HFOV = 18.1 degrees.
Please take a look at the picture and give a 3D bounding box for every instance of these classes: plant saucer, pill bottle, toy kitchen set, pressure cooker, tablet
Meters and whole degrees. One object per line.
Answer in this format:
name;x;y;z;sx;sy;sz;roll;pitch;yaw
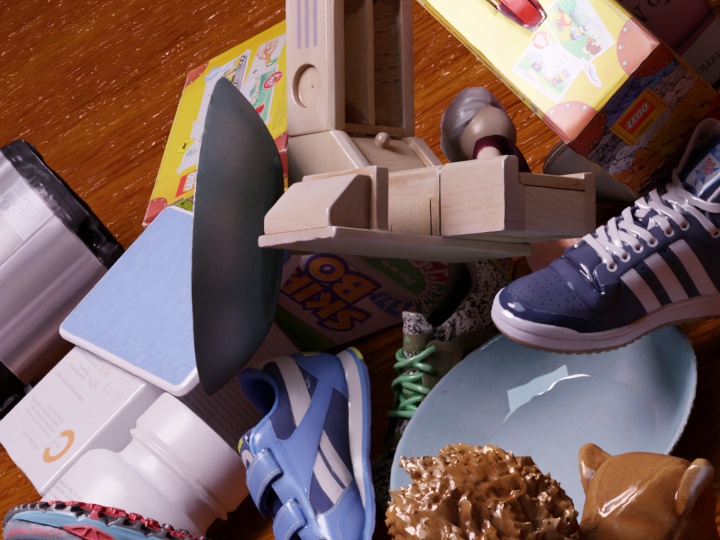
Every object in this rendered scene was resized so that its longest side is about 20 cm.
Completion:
plant saucer;0.114;0.103;1.335;0.200;0.039;0.201;-25;33;18
plant saucer;-0.073;-0.021;1.429;0.038;0.202;0.202;2;40;5
pill bottle;-0.165;0.185;1.515;0.200;0.114;0.114;-48;29;-9
toy kitchen set;0.015;-0.100;1.381;0.199;0.163;0.182;-5;84;48
pressure cooker;-0.294;0.014;1.834;0.200;0.179;0.176;-43;32;-4
tablet;-0.130;0.018;1.597;0.130;0.014;0.200;-50;32;-13

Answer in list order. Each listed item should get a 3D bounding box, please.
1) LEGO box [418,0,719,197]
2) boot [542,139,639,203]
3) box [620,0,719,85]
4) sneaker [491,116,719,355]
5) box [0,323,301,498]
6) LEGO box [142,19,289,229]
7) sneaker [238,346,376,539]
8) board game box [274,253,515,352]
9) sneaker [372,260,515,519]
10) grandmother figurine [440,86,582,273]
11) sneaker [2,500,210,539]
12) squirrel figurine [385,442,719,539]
LEGO box;0.115;-0.143;1.353;0.077;0.149;0.200;-48;60;9
boot;0.189;-0.055;1.445;0.199;0.075;0.097;-13;37;38
box;0.147;-0.192;1.548;0.128;0.200;0.109;-40;28;4
sneaker;0.169;-0.022;1.293;0.199;0.109;0.070;-10;36;-21
box;-0.150;0.095;1.633;0.200;0.098;0.124;-45;29;-6
LEGO box;-0.081;-0.106;1.837;0.148;0.077;0.201;-25;34;29
sneaker;-0.035;0.138;1.392;0.074;0.082;0.201;112;159;-51
board game box;0.000;0.000;1.579;0.199;0.096;0.030;-19;36;35
sneaker;0.042;0.067;1.446;0.077;0.089;0.201;-6;46;47
grandmother figurine;0.107;-0.045;1.484;0.060;0.122;0.200;-24;50;-3
sneaker;-0.138;0.204;1.410;0.079;0.199;0.096;46;-119;-78
squirrel figurine;0.104;0.162;1.131;0.141;0.200;0.187;4;62;58
